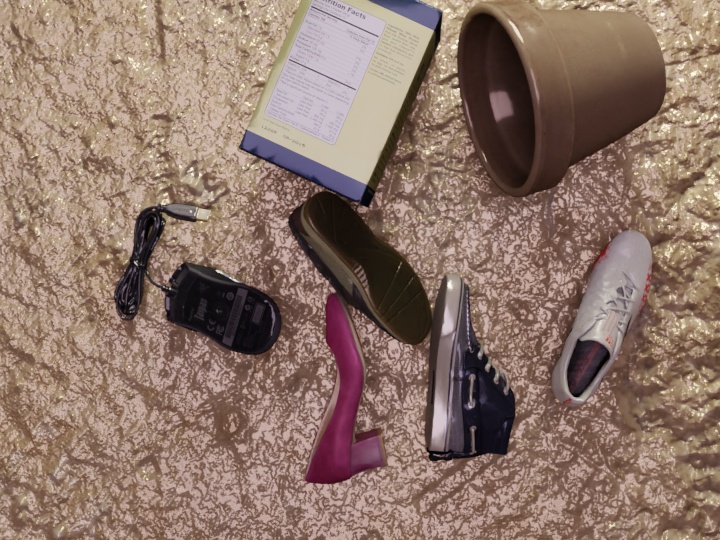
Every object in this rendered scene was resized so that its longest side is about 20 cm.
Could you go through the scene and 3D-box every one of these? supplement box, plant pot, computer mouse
[{"bbox_3d":[-0.015,-0.185,1.320,0.133,0.200,0.202,24,93,2],"label":"supplement box"},{"bbox_3d":[0.214,-0.195,1.330,0.172,0.200,0.203,-16,90,-14],"label":"plant pot"},{"bbox_3d":[-0.167,0.005,1.412,0.197,0.046,0.143,15,96,14],"label":"computer mouse"}]

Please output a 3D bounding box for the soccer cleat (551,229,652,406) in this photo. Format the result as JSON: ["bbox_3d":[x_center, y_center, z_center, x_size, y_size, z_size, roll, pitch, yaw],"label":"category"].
[{"bbox_3d":[0.261,0.053,1.369,0.068,0.085,0.202,25,92,2],"label":"soccer cleat"}]

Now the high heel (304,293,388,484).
[{"bbox_3d":[-0.036,0.130,1.399,0.094,0.067,0.203,-13,100,1],"label":"high heel"}]

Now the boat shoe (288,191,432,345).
[{"bbox_3d":[-0.001,0.000,1.393,0.201,0.066,0.072,49,59,-17],"label":"boat shoe"}]

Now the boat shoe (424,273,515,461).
[{"bbox_3d":[0.123,0.107,1.391,0.091,0.075,0.203,4,98,-5],"label":"boat shoe"}]
